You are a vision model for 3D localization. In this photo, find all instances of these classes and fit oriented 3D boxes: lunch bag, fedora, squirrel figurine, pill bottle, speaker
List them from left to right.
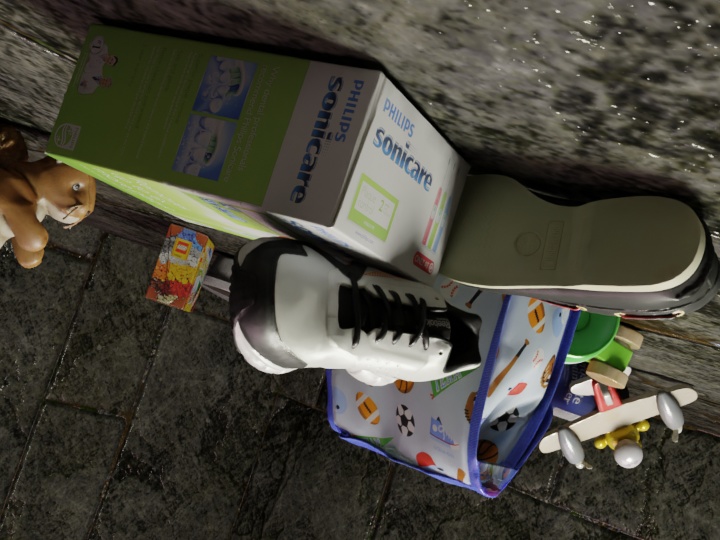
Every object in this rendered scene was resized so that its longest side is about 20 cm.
[{"bbox_3d":[-0.417,-0.103,1.068,0.200,0.186,0.142,54,162,11],"label":"squirrel figurine"},{"bbox_3d":[-0.275,0.024,2.073,0.176,0.091,0.200,12,165,41],"label":"fedora"},{"bbox_3d":[0.068,0.056,0.711,0.169,0.201,0.124,12,171,44],"label":"lunch bag"},{"bbox_3d":[0.163,0.040,0.835,0.088,0.089,0.200,19,174,-7],"label":"speaker"},{"bbox_3d":[0.367,0.205,1.597,0.199,0.113,0.112,20,174,-21],"label":"pill bottle"}]

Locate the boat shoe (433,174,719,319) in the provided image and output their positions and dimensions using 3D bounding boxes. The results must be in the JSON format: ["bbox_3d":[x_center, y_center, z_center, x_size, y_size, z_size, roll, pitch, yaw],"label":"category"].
[{"bbox_3d":[0.112,-0.012,0.548,0.201,0.074,0.063,9,163,38],"label":"boat shoe"}]

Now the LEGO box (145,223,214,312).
[{"bbox_3d":[-0.352,-0.001,1.798,0.077,0.150,0.200,19,175,-4],"label":"LEGO box"}]

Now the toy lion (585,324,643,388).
[{"bbox_3d":[0.209,0.061,1.045,0.191,0.069,0.200,29,172,-20],"label":"toy lion"}]

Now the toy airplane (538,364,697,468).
[{"bbox_3d":[0.411,0.243,1.451,0.198,0.142,0.200,9,136,-23],"label":"toy airplane"}]

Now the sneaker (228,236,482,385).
[{"bbox_3d":[0.004,0.023,0.504,0.080,0.074,0.200,-4,169,30],"label":"sneaker"}]

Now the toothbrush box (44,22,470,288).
[{"bbox_3d":[-0.056,-0.066,0.538,0.199,0.087,0.146,14,173,26],"label":"toothbrush box"}]
